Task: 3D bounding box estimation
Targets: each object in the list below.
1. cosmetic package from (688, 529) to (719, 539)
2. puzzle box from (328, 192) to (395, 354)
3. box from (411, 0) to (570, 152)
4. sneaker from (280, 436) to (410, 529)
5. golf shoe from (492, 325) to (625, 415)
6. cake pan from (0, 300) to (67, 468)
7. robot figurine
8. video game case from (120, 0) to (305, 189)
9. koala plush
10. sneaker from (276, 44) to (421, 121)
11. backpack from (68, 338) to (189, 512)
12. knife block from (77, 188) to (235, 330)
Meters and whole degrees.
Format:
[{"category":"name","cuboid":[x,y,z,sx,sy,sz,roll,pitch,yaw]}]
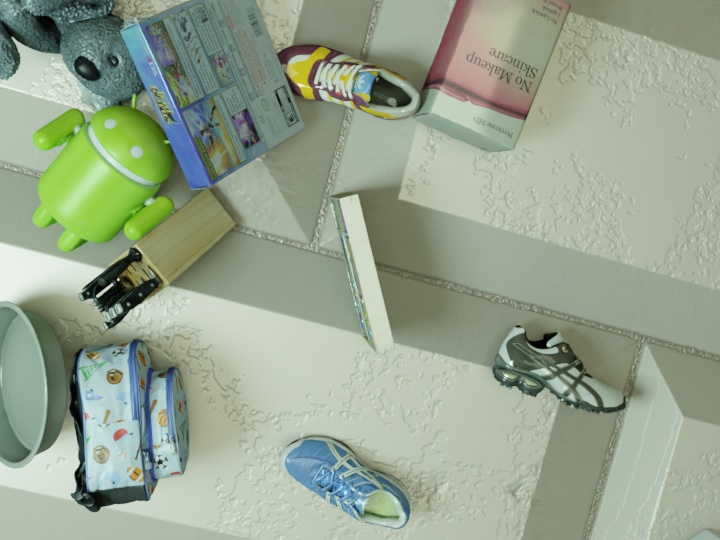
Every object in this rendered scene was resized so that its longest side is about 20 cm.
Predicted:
[{"category":"cosmetic package","cuboid":[0.483,0.507,1.279,0.199,0.166,0.168,-29,99,-5]},{"category":"puzzle box","cuboid":[0.000,0.000,1.175,0.025,0.133,0.202,-14,97,-7]},{"category":"box","cuboid":[0.167,-0.270,1.187,0.127,0.109,0.202,21,92,-11]},{"category":"sneaker","cuboid":[-0.015,0.286,1.229,0.199,0.077,0.076,25,93,-8]},{"category":"golf shoe","cuboid":[0.285,0.137,1.260,0.198,0.078,0.095,17,92,-11]},{"category":"cake pan","cuboid":[-0.416,0.137,1.112,0.037,0.199,0.203,-3,97,-46]},{"category":"robot figurine","cuboid":[-0.311,-0.116,1.113,0.176,0.116,0.200,45,105,-3]},{"category":"video game case","cuboid":[-0.172,-0.228,1.106,0.181,0.045,0.202,-39,115,-41]},{"category":"koala plush","cuboid":[-0.330,-0.286,1.094,0.177,0.184,0.200,-39,115,24]},{"category":"sneaker","cuboid":[-0.017,-0.246,1.170,0.198,0.090,0.076,12,94,-9]},{"category":"backpack","cuboid":[-0.289,0.182,1.128,0.153,0.200,0.193,-13,90,-13]},{"category":"knife block","cuboid":[-0.247,-0.014,1.115,0.199,0.176,0.064,-39,101,-4]}]
